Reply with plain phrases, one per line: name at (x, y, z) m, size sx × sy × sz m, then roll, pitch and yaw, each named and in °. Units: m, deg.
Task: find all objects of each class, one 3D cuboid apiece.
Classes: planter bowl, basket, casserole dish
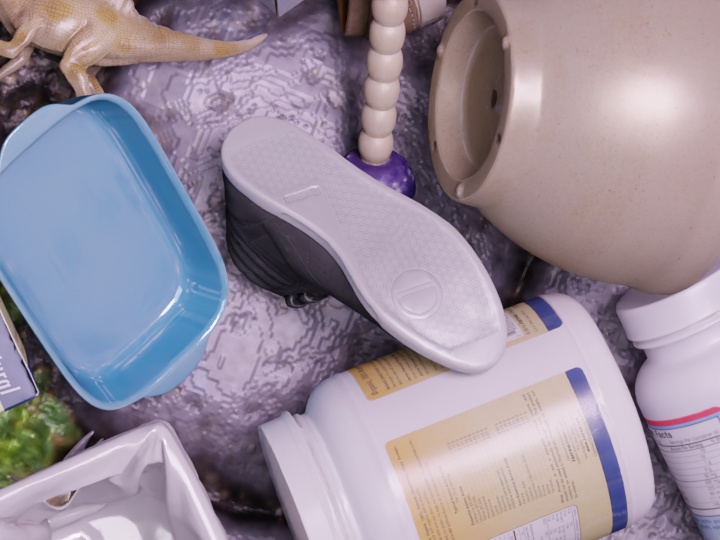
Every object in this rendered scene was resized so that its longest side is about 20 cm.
planter bowl at (0.119, -0.092, 1.493) m, size 0.134 × 0.200 × 0.201 m, roll 6°, pitch 94°, yaw -21°
basket at (-0.123, 0.190, 1.464) m, size 0.135 × 0.123 × 0.201 m, roll -24°, pitch 94°, yaw -1°
casserole dish at (-0.152, -0.013, 1.511) m, size 0.121 × 0.039 × 0.200 m, roll -43°, pitch 128°, yaw -20°

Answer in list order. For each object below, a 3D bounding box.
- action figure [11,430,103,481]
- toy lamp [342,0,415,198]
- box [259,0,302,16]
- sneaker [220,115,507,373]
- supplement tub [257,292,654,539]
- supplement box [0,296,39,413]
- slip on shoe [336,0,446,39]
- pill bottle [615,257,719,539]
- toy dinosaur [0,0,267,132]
action figure at (-0.126, 0.177, 1.555) m, size 0.199 × 0.069 × 0.130 m, roll 30°, pitch 99°, yaw -7°
toy lamp at (0.015, -0.129, 1.509) m, size 0.058 × 0.058 × 0.201 m, roll -3°, pitch 126°, yaw -9°
box at (-0.053, -0.242, 1.448) m, size 0.156 × 0.041 × 0.200 m, roll -38°, pitch 61°, yaw -22°
sneaker at (0.000, 0.000, 1.529) m, size 0.200 × 0.099 × 0.071 m, roll 39°, pitch 66°, yaw 12°
supplement tub at (0.054, 0.110, 1.540) m, size 0.199 × 0.144 × 0.145 m, roll -21°, pitch 98°, yaw -7°
supplement box at (-0.309, 0.014, 1.474) m, size 0.199 × 0.134 × 0.201 m, roll -25°, pitch 99°, yaw -7°
slip on shoe at (-0.005, -0.232, 1.537) m, size 0.060 × 0.076 × 0.201 m, roll -17°, pitch 105°, yaw -14°
pill bottle at (0.230, 0.092, 1.586) m, size 0.108 × 0.109 × 0.201 m, roll -27°, pitch 99°, yaw -6°
toy dinosaur at (-0.155, -0.129, 1.526) m, size 0.199 × 0.058 × 0.102 m, roll 18°, pitch 91°, yaw -11°
